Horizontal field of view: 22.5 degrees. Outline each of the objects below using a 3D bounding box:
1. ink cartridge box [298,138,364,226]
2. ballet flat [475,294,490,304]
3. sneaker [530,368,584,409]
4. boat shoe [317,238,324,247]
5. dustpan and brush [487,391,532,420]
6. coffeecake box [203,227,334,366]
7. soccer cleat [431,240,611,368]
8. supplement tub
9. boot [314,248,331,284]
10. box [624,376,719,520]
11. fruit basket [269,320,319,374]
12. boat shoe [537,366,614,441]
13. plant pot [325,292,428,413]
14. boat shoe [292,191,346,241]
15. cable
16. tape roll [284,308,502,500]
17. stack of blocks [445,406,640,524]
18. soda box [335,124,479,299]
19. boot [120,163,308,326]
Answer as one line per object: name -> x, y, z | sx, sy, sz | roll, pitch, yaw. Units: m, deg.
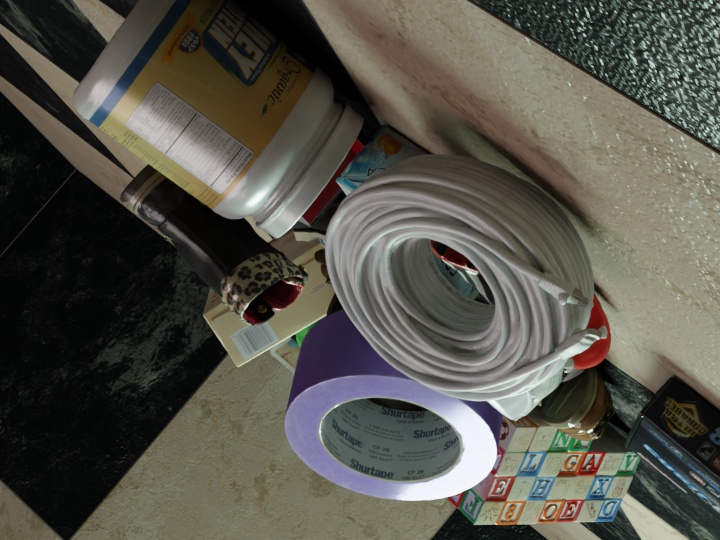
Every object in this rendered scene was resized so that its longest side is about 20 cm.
ink cartridge box -> -0.097, -0.139, 1.615 | 0.200, 0.084, 0.176 | 45, 171, -30
ballet flat -> 0.091, 0.028, 1.714 | 0.200, 0.068, 0.068 | 39, 174, 16
sneaker -> 0.151, 0.069, 1.580 | 0.075, 0.081, 0.200 | 39, 165, 23
boat shoe -> -0.008, -0.036, 1.876 | 0.091, 0.071, 0.200 | 39, 168, 34
dustpan and brush -> 0.094, 0.056, 1.490 | 0.140, 0.057, 0.200 | 49, -176, 10
coffeecake box -> -0.086, 0.016, 2.004 | 0.073, 0.153, 0.200 | 58, -175, -11
soccer cleat -> 0.123, 0.002, 1.438 | 0.200, 0.069, 0.085 | 38, -167, -20
supplement tub -> -0.113, -0.133, 1.453 | 0.200, 0.145, 0.145 | 36, 174, -10
boot -> 0.000, 0.000, 1.650 | 0.200, 0.075, 0.074 | -111, 6, -84
box -> 0.322, 0.184, 1.557 | 0.200, 0.050, 0.199 | 40, 172, 11
fruit basket -> 0.026, 0.087, 2.032 | 0.200, 0.185, 0.094 | 32, 147, 44
boat shoe -> 0.210, 0.124, 1.718 | 0.068, 0.072, 0.200 | 37, -177, -7
plant pot -> 0.063, 0.093, 1.848 | 0.200, 0.200, 0.198 | 35, 163, 35
boat shoe -> -0.017, -0.066, 1.683 | 0.201, 0.074, 0.063 | 0, 112, 64
cable -> 0.072, 0.004, 1.330 | 0.200, 0.069, 0.200 | 44, 140, 0
tape roll -> 0.034, 0.125, 1.689 | 0.200, 0.085, 0.200 | 8, 141, 6
stack of blocks -> 0.193, 0.194, 1.847 | 0.200, 0.115, 0.059 | 6, -156, -39
soda box -> 0.053, -0.039, 1.529 | 0.068, 0.064, 0.200 | 36, 171, 31
boot -> -0.110, -0.026, 1.556 | 0.151, 0.073, 0.200 | 45, -171, 13
